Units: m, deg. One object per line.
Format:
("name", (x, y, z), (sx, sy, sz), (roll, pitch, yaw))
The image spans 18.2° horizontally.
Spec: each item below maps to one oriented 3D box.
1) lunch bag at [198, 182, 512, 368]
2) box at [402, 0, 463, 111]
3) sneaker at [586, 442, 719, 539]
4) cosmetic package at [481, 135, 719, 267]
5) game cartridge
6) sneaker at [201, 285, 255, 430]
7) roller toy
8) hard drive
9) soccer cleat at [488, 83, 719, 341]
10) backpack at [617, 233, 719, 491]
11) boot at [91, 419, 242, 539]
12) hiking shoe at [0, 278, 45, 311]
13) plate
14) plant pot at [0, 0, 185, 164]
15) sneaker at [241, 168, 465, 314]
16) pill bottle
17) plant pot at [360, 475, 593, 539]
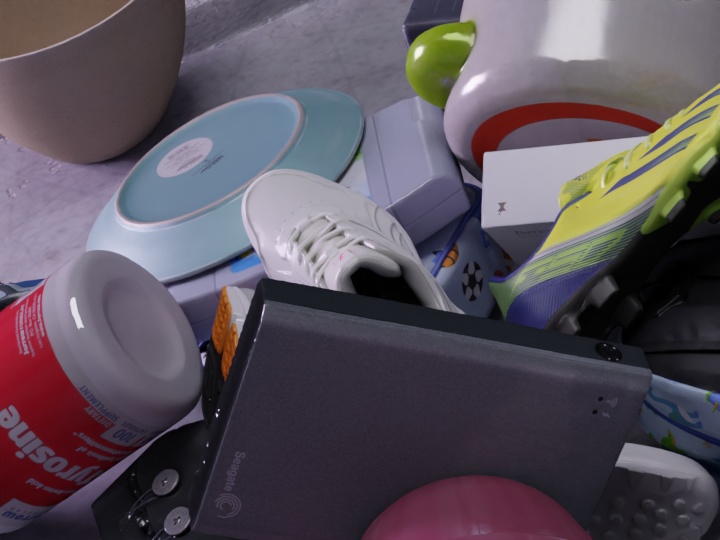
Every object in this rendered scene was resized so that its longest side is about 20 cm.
("lunch bag", (-0.009, 0.027, 1.371), (0.159, 0.076, 0.200), (3, 41, 35))
("box", (0.154, -0.185, 1.524), (0.199, 0.118, 0.197), (-3, 40, 22))
("sneaker", (0.097, 0.114, 1.213), (0.199, 0.077, 0.081), (-4, 30, 20))
("cosmetic package", (0.185, -0.029, 1.277), (0.199, 0.151, 0.052), (-5, 72, 21))
("game cartridge", (-0.032, -0.030, 1.369), (0.199, 0.041, 0.134), (-26, 32, 8))
("sneaker", (-0.029, 0.077, 1.239), (0.091, 0.076, 0.200), (3, 30, -21))
("roller toy", (0.147, -0.124, 1.330), (0.182, 0.200, 0.141), (-11, 58, 40))
("hard drive", (0.027, 0.082, 1.106), (0.199, 0.140, 0.033), (11, 31, -15))
("soccer cleat", (0.146, -0.042, 1.179), (0.200, 0.065, 0.084), (-48, 54, 3))
("backpack", (0.232, 0.051, 1.179), (0.199, 0.154, 0.164), (14, 55, 21))
("boot", (-0.058, 0.153, 1.235), (0.164, 0.066, 0.200), (-29, 33, 2))
("hiking shoe", (-0.243, 0.028, 1.485), (0.199, 0.075, 0.087), (-13, 37, 11))
("plate", (-0.091, -0.062, 1.415), (0.199, 0.026, 0.201), (-23, 29, 14))
("plant pot", (-0.211, -0.159, 1.658), (0.199, 0.135, 0.201), (-13, 37, 10))
("sneaker", (0.000, 0.000, 1.235), (0.078, 0.099, 0.200), (-46, 61, -4))
("pill bottle", (-0.197, 0.083, 1.319), (0.200, 0.112, 0.113), (-35, 30, 25))
("plant pot", (0.060, 0.192, 1.042), (0.199, 0.201, 0.179), (-18, 21, 4))
